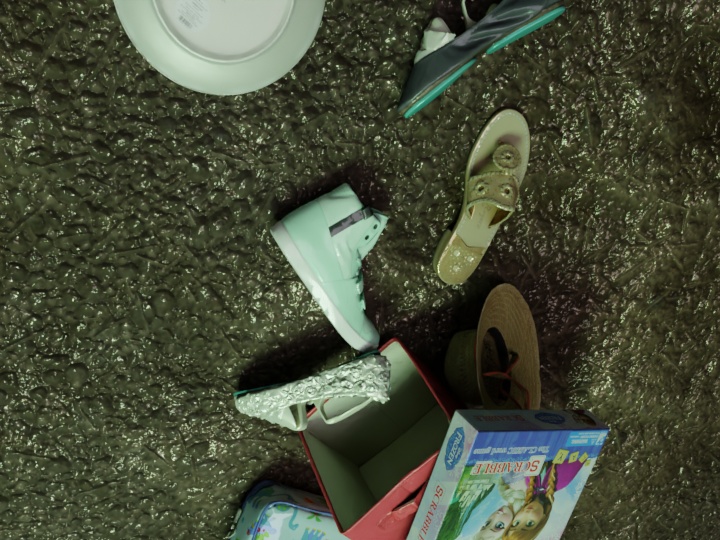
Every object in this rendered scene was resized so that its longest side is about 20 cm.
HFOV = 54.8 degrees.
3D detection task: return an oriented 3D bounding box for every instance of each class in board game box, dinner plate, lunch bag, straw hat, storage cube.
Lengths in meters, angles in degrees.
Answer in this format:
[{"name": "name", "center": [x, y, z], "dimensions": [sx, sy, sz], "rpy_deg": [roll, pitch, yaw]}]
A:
[{"name": "board game box", "center": [0.155, 0.246, 0.750], "dimensions": [0.198, 0.041, 0.202], "rpy_deg": [6, 110, -32]}, {"name": "dinner plate", "center": [-0.125, -0.261, 0.635], "dimensions": [0.197, 0.024, 0.203], "rpy_deg": [-7, 117, -13]}, {"name": "lunch bag", "center": [-0.080, 0.376, 0.905], "dimensions": [0.198, 0.082, 0.163], "rpy_deg": [24, 84, -28]}, {"name": "straw hat", "center": [0.152, 0.121, 0.868], "dimensions": [0.084, 0.202, 0.202], "rpy_deg": [-7, 129, 36]}, {"name": "storage cube", "center": [0.060, 0.225, 0.835], "dimensions": [0.171, 0.200, 0.180], "rpy_deg": [-42, 126, 5]}]

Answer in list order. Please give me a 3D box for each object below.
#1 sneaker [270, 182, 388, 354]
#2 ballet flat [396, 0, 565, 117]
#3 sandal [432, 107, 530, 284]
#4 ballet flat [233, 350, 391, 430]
[{"name": "sneaker", "center": [0.000, 0.000, 0.773], "dimensions": [0.118, 0.074, 0.201], "rpy_deg": [-34, 121, -2]}, {"name": "ballet flat", "center": [0.108, -0.236, 0.701], "dimensions": [0.199, 0.073, 0.073], "rpy_deg": [-33, 120, 8]}, {"name": "sandal", "center": [0.150, -0.071, 0.786], "dimensions": [0.077, 0.070, 0.214], "rpy_deg": [14, 110, -23]}, {"name": "ballet flat", "center": [-0.056, 0.147, 0.795], "dimensions": [0.198, 0.072, 0.072], "rpy_deg": [-18, 121, 15]}]
